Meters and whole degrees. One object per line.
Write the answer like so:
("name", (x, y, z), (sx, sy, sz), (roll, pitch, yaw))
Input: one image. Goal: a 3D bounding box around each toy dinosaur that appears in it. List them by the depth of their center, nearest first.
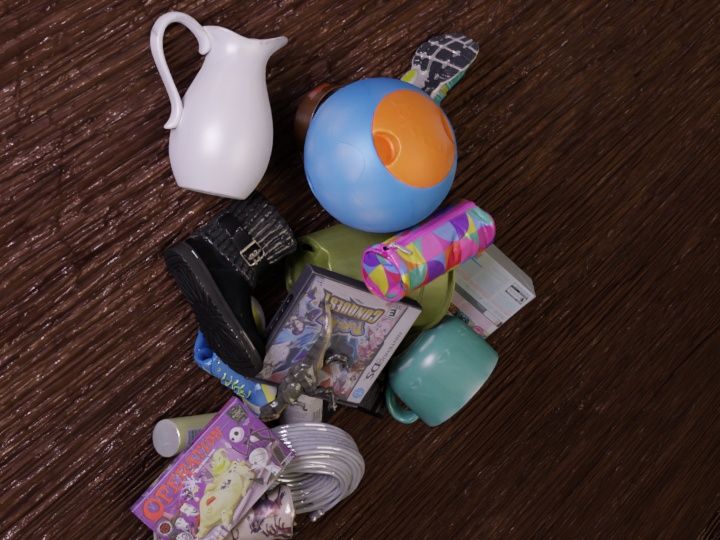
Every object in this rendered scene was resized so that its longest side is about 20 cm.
("toy dinosaur", (-0.061, 0.138, 1.507), (0.088, 0.047, 0.200), (22, 107, -30))

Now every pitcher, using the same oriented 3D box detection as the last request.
("pitcher", (-0.180, -0.194, 1.330), (0.171, 0.121, 0.200), (10, 91, -33))

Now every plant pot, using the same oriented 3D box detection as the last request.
("plant pot", (0.000, 0.000, 1.612), (0.190, 0.200, 0.200), (-8, 115, -36))

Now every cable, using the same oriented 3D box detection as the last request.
("cable", (-0.093, 0.292, 1.644), (0.200, 0.069, 0.200), (-34, 139, 26))

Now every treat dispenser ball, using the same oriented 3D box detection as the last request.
("treat dispenser ball", (0.026, -0.149, 1.466), (0.201, 0.201, 0.201), (-28, 129, -40))

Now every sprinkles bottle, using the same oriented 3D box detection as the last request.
("sprinkles bottle", (-0.088, 0.178, 1.673), (0.068, 0.068, 0.200), (-24, 126, -43))

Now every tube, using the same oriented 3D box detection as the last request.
("tube", (-0.204, 0.227, 1.576), (0.200, 0.058, 0.052), (3, 68, -55))

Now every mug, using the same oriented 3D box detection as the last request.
("mug", (0.104, 0.153, 1.705), (0.185, 0.114, 0.152), (-46, -174, 1))

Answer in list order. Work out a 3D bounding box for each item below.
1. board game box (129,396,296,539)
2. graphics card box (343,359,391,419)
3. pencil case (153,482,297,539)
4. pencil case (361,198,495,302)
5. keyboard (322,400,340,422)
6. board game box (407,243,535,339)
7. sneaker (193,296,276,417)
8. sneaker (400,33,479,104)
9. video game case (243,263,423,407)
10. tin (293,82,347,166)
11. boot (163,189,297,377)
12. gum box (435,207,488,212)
("board game box", (-0.193, 0.280, 1.495), (0.120, 0.032, 0.200), (45, 76, -11))
("graphics card box", (0.015, 0.157, 1.744), (0.126, 0.051, 0.200), (-65, 158, -4))
("pencil case", (-0.189, 0.350, 1.557), (0.200, 0.089, 0.078), (-10, 80, -9))
("pencil case", (0.091, -0.029, 1.510), (0.200, 0.088, 0.089), (-29, 130, -36))
("keyboard", (-0.023, 0.148, 1.780), (0.200, 0.021, 0.127), (-49, 147, -24))
("board game box", (0.151, 0.046, 1.773), (0.148, 0.064, 0.200), (41, 112, -18))
("sneaker", (-0.179, 0.131, 1.542), (0.105, 0.076, 0.200), (-22, 119, -29))
("sneaker", (0.101, -0.275, 1.678), (0.200, 0.077, 0.080), (-49, 160, -15))
("video game case", (-0.037, 0.094, 1.532), (0.200, 0.026, 0.181), (19, 112, -37))
("tin", (-0.033, -0.172, 1.578), (0.112, 0.042, 0.200), (-41, 136, -25))
("boot", (-0.142, 0.015, 1.460), (0.158, 0.079, 0.211), (-37, 111, -33))
("gum box", (0.147, 0.001, 1.823), (0.066, 0.113, 0.200), (-88, 178, -60))
